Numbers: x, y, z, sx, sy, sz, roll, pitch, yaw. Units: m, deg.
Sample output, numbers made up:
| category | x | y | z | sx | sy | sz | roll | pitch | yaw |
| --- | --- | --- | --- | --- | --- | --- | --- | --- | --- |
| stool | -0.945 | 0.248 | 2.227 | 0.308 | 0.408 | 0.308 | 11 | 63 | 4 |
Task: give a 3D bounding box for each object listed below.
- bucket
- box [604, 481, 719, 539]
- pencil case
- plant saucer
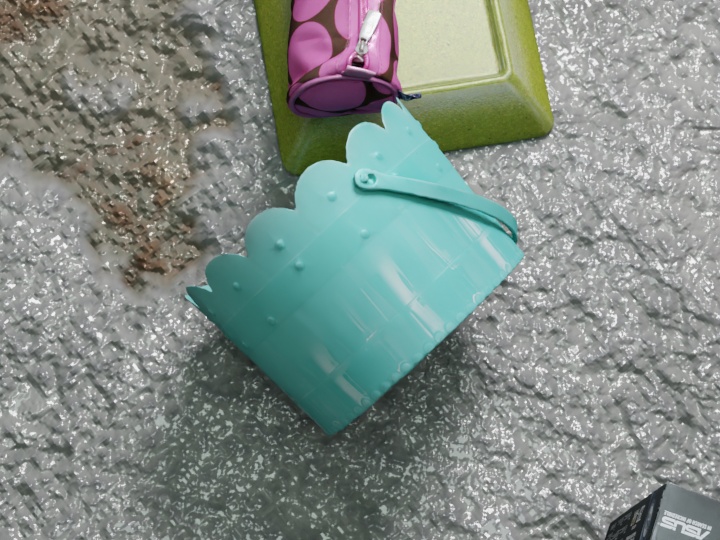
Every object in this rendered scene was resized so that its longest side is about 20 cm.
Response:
| category | x | y | z | sx | sy | sz | roll | pitch | yaw |
| --- | --- | --- | --- | --- | --- | --- | --- | --- | --- |
| bucket | 0.000 | 0.000 | 1.209 | 0.207 | 0.207 | 0.135 | -43 | 90 | -12 |
| box | 0.242 | 0.192 | 1.166 | 0.160 | 0.200 | 0.044 | 19 | 75 | 2 |
| pencil case | -0.007 | -0.206 | 1.263 | 0.091 | 0.094 | 0.200 | -1 | 75 | -3 |
| plant saucer | 0.027 | -0.183 | 1.331 | 0.199 | 0.048 | 0.200 | -9 | 77 | -5 |
